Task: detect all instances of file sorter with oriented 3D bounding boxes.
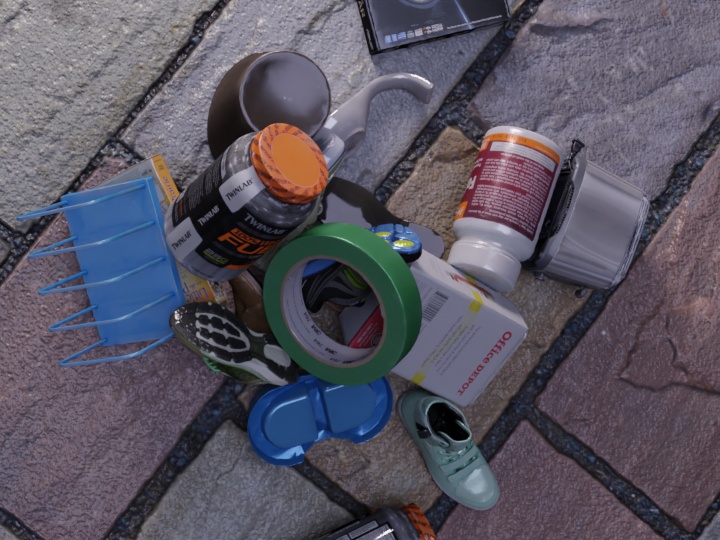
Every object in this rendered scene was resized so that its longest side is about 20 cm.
[{"bbox_3d":[-0.315,0.006,1.519,0.138,0.123,0.201,-9,102,28],"label":"file sorter"}]

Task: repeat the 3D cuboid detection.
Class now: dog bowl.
[{"bbox_3d":[-0.057,0.183,1.649,0.199,0.050,0.112,-16,109,-13],"label":"dog bowl"}]

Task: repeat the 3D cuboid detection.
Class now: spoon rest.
[{"bbox_3d":[0.004,-0.207,1.664,0.200,0.099,0.061,-33,69,-24],"label":"spoon rest"}]

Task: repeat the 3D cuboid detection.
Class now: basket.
[{"bbox_3d":[-0.112,-0.203,1.570,0.136,0.200,0.181,18,86,-13],"label":"basket"}]

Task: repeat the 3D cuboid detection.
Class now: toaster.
[{"bbox_3d":[0.310,-0.067,1.719,0.129,0.114,0.201,23,82,-16],"label":"toaster"}]

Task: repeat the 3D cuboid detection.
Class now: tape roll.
[{"bbox_3d":[-0.024,0.042,1.533,0.048,0.200,0.201,-37,101,-53],"label":"tape roll"}]

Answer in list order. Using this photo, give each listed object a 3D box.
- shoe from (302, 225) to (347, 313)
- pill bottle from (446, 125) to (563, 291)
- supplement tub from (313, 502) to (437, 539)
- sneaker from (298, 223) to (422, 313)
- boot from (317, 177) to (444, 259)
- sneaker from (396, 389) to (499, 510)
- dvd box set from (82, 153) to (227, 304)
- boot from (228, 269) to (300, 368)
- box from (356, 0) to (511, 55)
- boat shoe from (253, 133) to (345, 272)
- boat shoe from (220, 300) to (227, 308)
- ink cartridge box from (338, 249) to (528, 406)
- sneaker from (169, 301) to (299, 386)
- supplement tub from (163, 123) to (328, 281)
[{"bbox_3d":[-0.066,-0.021,1.656,0.070,0.053,0.200,-45,101,-2],"label":"shoe"},{"bbox_3d":[0.191,-0.081,1.674,0.114,0.114,0.201,24,75,-12],"label":"pill bottle"},{"bbox_3d":[0.002,0.390,1.636,0.199,0.123,0.123,-23,95,-13],"label":"supplement tub"},{"bbox_3d":[0.000,0.000,1.574,0.199,0.071,0.083,-22,105,32],"label":"sneaker"},{"bbox_3d":[0.011,-0.059,1.662,0.200,0.075,0.074,28,84,-11],"label":"boot"},{"bbox_3d":[0.129,0.249,1.669,0.074,0.118,0.201,-40,100,-12],"label":"sneaker"},{"bbox_3d":[-0.268,-0.028,1.573,0.146,0.029,0.201,-23,95,29],"label":"dvd box set"},{"bbox_3d":[-0.142,0.059,1.622,0.075,0.074,0.200,-32,109,-1],"label":"boot"},{"bbox_3d":[0.091,-0.394,1.700,0.199,0.044,0.161,-14,94,-13],"label":"box"},{"bbox_3d":[-0.082,-0.085,1.591,0.062,0.072,0.200,38,101,-22],"label":"boat shoe"},{"bbox_3d":[-0.234,-0.024,1.615,0.073,0.063,0.201,-26,92,30],"label":"boat shoe"},{"bbox_3d":[0.095,0.071,1.635,0.200,0.083,0.145,29,110,-24],"label":"ink cartridge box"},{"bbox_3d":[-0.170,0.107,1.558,0.200,0.088,0.077,31,42,-39],"label":"sneaker"},{"bbox_3d":[-0.133,-0.080,1.465,0.122,0.200,0.123,22,50,-30],"label":"supplement tub"}]
